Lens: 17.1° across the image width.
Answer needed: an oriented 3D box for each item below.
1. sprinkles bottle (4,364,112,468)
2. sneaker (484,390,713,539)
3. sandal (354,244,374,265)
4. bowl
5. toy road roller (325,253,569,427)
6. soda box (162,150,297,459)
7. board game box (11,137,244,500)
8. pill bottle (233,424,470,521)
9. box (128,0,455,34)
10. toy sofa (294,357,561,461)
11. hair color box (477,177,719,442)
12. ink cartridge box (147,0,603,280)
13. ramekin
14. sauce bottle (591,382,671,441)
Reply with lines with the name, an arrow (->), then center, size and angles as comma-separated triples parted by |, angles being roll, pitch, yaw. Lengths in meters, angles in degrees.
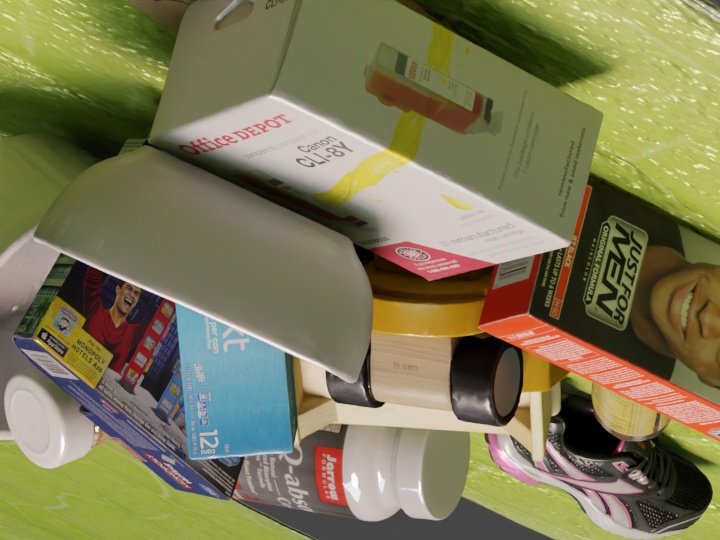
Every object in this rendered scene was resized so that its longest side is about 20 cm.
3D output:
sprinkles bottle -> -0.144, 0.069, 1.623 | 0.199, 0.069, 0.068 | -23, -170, -39
sneaker -> 0.196, 0.147, 1.843 | 0.199, 0.081, 0.086 | 20, 151, -25
sandal -> 0.001, -0.001, 1.595 | 0.048, 0.076, 0.200 | 22, 175, 32
bowl -> -0.080, -0.009, 1.355 | 0.198, 0.075, 0.200 | 25, 176, -4
toy road roller -> 0.066, 0.007, 1.536 | 0.122, 0.147, 0.200 | 7, -164, 25
soda box -> -0.080, 0.011, 1.484 | 0.067, 0.202, 0.064 | -4, -169, 2
board game box -> -0.117, 0.011, 1.553 | 0.061, 0.201, 0.200 | 5, 150, 45
pill bottle -> -0.019, 0.140, 1.938 | 0.199, 0.117, 0.116 | 6, 159, 27
box -> -0.069, -0.158, 1.295 | 0.163, 0.021, 0.199 | -4, 153, 47
toy sofa -> 0.044, 0.070, 1.721 | 0.198, 0.098, 0.083 | 3, 129, 12
hair color box -> 0.178, 0.025, 1.471 | 0.199, 0.102, 0.061 | 25, 160, -24
ink cartridge box -> 0.006, -0.077, 1.293 | 0.199, 0.084, 0.145 | 26, 160, -27
ramekin -> -0.223, 0.005, 1.612 | 0.098, 0.201, 0.201 | 41, 175, 31
sauce bottle -> 0.190, 0.059, 1.615 | 0.064, 0.065, 0.200 | 14, 160, 7
